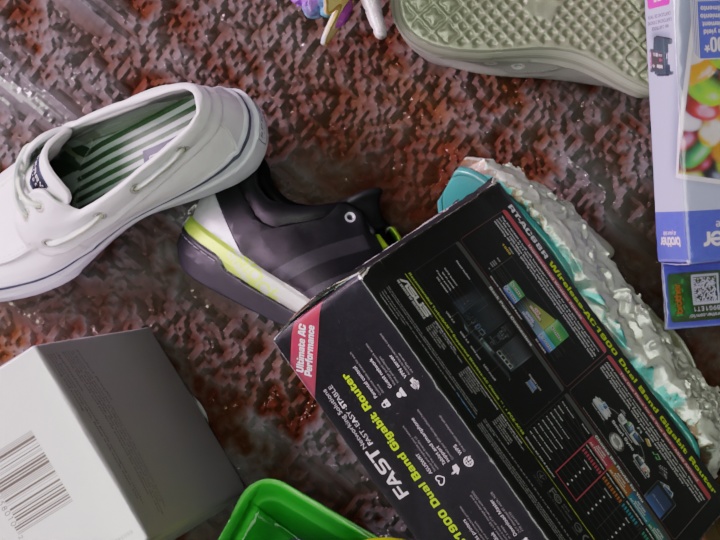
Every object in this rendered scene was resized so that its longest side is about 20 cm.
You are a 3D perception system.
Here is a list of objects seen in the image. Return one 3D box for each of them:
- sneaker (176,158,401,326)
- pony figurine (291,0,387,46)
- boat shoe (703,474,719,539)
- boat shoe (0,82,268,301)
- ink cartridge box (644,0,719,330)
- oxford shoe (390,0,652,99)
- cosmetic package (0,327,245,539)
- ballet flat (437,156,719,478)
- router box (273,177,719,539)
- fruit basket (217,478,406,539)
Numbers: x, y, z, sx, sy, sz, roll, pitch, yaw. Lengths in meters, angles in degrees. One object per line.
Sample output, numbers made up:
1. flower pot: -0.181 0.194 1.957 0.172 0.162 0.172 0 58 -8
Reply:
1. sneaker: 0.000 0.000 1.124 0.200 0.072 0.083 27 95 8
2. pony figurine: -0.009 -0.230 1.066 0.193 0.167 0.200 40 92 13
3. boat shoe: 0.248 0.069 1.091 0.200 0.065 0.072 -56 47 8
4. boat shoe: -0.145 -0.048 1.131 0.200 0.067 0.074 -28 63 19
5. ink cartridge box: 0.201 -0.073 1.082 0.119 0.042 0.200 -3 94 -18
6. oxford shoe: 0.112 -0.123 1.112 0.200 0.058 0.075 5 84 -6
7. cosmetic package: -0.134 0.095 1.085 0.085 0.200 0.108 -32 84 8
8. ballet flat: 0.115 0.023 1.113 0.072 0.072 0.200 -37 88 9
9. router box: 0.069 0.070 1.025 0.062 0.150 0.200 -36 88 34
10. fruit basket: 0.008 0.193 1.064 0.215 0.216 0.156 29 98 7
